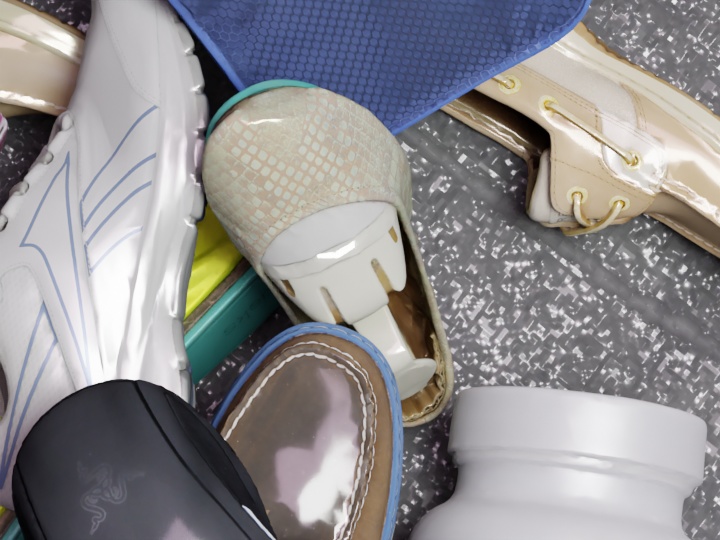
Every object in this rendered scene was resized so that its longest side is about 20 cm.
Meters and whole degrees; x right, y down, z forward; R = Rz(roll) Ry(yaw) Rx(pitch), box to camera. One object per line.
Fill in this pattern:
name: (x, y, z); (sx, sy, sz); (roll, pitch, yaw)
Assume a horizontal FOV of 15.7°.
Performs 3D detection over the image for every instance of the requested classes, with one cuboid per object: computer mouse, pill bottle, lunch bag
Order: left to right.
computer mouse: (-0.015, 0.109, 0.803); (0.140, 0.046, 0.200); (-29, 85, 3)
lunch bag: (-0.005, -0.149, 0.908); (0.136, 0.132, 0.200); (-27, 121, 19)
pill bottle: (0.067, 0.147, 0.945); (0.116, 0.116, 0.200); (11, 79, -10)

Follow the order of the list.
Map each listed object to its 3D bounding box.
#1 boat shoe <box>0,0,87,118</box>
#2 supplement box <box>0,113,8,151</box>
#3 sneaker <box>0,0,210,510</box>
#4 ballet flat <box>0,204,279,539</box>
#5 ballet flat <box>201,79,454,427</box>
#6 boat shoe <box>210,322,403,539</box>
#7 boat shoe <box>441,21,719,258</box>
boat shoe: (-0.161, -0.077, 0.961); (0.200, 0.072, 0.065); (21, 91, -9)
supplement box: (-0.196, 0.000, 0.872); (0.103, 0.200, 0.131); (29, 76, -6)
sneaker: (-0.096, -0.009, 0.897); (0.087, 0.075, 0.200); (5, 79, -5)
ballet flat: (-0.102, 0.041, 0.962); (0.067, 0.067, 0.200); (36, 72, 18)
ballet flat: (0.000, 0.000, 0.914); (0.067, 0.200, 0.062); (-29, 63, 3)
boat shoe: (-0.037, 0.115, 0.864); (0.072, 0.072, 0.200); (18, 93, 6)
boat shoe: (0.085, -0.047, 1.006); (0.200, 0.074, 0.069); (37, 79, 6)
